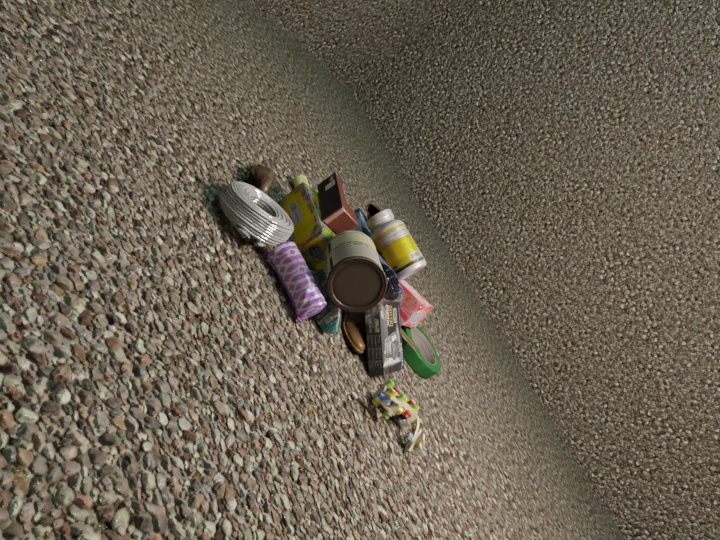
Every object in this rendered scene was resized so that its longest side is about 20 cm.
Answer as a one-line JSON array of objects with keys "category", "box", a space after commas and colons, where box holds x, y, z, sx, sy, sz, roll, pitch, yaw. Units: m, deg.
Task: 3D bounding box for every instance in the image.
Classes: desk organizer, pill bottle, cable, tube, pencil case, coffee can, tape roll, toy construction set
[{"category": "desk organizer", "box": [-0.067, -0.190, 1.480, 0.077, 0.072, 0.200, 45, 20, -34]}, {"category": "pill bottle", "box": [0.100, -0.075, 1.521, 0.200, 0.112, 0.112, 61, 19, 8]}, {"category": "cable", "box": [-0.257, -0.142, 1.272, 0.200, 0.069, 0.200, 45, 15, 14]}, {"category": "tube", "box": [-0.172, -0.222, 1.702, 0.058, 0.052, 0.200, -14, 68, -25]}, {"category": "pencil case", "box": [-0.160, 0.023, 1.261, 0.085, 0.084, 0.200, -21, 70, -31]}, {"category": "coffee can", "box": [-0.018, -0.003, 1.326, 0.146, 0.146, 0.200, 47, 12, -21]}, {"category": "tape roll", "box": [0.197, 0.268, 1.754, 0.200, 0.048, 0.201, 47, 20, -23]}, {"category": "toy construction set", "box": [0.104, 0.361, 1.306, 0.200, 0.092, 0.131, 58, -7, -16]}]

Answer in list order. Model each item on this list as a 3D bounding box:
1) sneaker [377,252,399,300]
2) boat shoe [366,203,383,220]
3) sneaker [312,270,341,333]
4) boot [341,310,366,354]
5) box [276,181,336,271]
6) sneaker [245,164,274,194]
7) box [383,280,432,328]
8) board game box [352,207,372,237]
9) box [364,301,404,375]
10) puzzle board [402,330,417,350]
[{"category": "sneaker", "box": [0.052, -0.005, 1.478, 0.200, 0.075, 0.078, 60, 7, 1]}, {"category": "boat shoe", "box": [0.072, -0.126, 1.622, 0.200, 0.070, 0.070, 57, 4, 30]}, {"category": "sneaker", "box": [-0.075, 0.089, 1.365, 0.091, 0.077, 0.200, 42, 24, -43]}, {"category": "boot", "box": [-0.004, 0.144, 1.440, 0.074, 0.075, 0.200, 44, 22, -33]}, {"category": "box", "box": [-0.126, -0.115, 1.506, 0.193, 0.122, 0.200, 31, 30, -51]}, {"category": "sneaker", "box": [-0.289, -0.247, 1.439, 0.075, 0.071, 0.200, 22, 19, -14]}, {"category": "box", "box": [0.131, 0.089, 1.734, 0.200, 0.103, 0.095, 46, 12, 31]}, {"category": "board game box", "box": [0.039, -0.077, 1.635, 0.200, 0.043, 0.199, 53, 16, -25]}, {"category": "box", "box": [0.068, 0.187, 1.453, 0.158, 0.050, 0.201, 10, 75, -65]}, {"category": "puzzle board", "box": [0.097, 0.160, 1.651, 0.151, 0.017, 0.200, 48, 3, -43]}]
